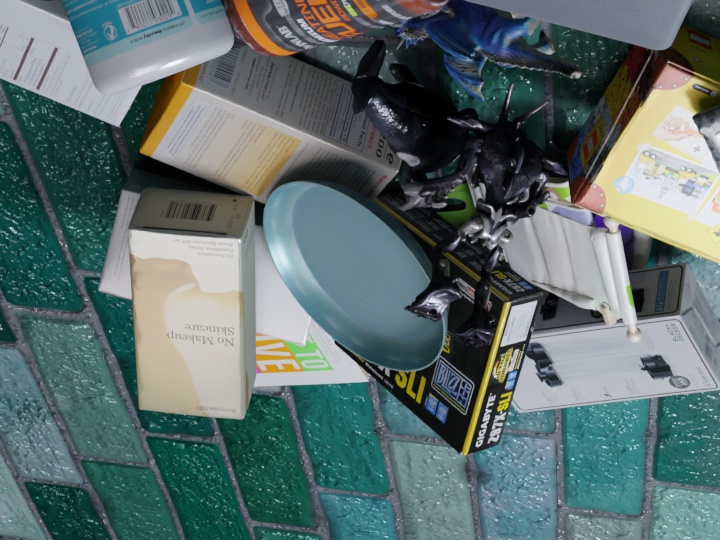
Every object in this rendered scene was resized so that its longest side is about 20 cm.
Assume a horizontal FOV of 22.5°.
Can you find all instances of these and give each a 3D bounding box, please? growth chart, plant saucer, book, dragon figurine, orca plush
[{"bbox_3d":[0.157,-0.032,1.533,0.200,0.018,0.145,31,143,44],"label":"growth chart"},{"bbox_3d":[0.000,0.000,1.551,0.200,0.027,0.200,32,147,25],"label":"plant saucer"},{"bbox_3d":[-0.100,0.063,1.870,0.200,0.048,0.134,-6,138,29],"label":"book"},{"bbox_3d":[0.089,-0.171,1.366,0.099,0.200,0.059,-32,141,-2],"label":"dragon figurine"},{"bbox_3d":[0.058,-0.134,1.464,0.071,0.105,0.200,-12,152,18],"label":"orca plush"}]

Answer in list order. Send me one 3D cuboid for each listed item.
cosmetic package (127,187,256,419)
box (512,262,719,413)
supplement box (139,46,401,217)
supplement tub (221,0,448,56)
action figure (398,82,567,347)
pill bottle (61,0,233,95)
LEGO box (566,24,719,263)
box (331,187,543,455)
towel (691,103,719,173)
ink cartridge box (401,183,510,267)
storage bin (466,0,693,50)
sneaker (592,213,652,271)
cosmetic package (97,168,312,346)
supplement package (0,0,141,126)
[{"bbox_3d":[-0.147,0.031,1.612,0.105,0.071,0.200,4,124,6],"label":"cosmetic package"},{"bbox_3d":[0.211,0.062,1.607,0.200,0.060,0.117,-10,137,29],"label":"box"},{"bbox_3d":[-0.073,-0.120,1.553,0.200,0.074,0.126,22,148,-14],"label":"supplement box"},{"bbox_3d":[-0.033,-0.222,1.360,0.200,0.107,0.107,-12,139,34],"label":"supplement tub"},{"bbox_3d":[0.090,-0.048,1.450,0.119,0.200,0.102,26,163,-28],"label":"action figure"},{"bbox_3d":[-0.174,-0.237,1.321,0.111,0.111,0.200,-15,98,35],"label":"pill bottle"},{"bbox_3d":[0.287,-0.091,1.432,0.200,0.077,0.149,21,126,-13],"label":"LEGO box"},{"bbox_3d":[0.063,0.043,1.598,0.049,0.200,0.160,-12,127,-37],"label":"box"},{"bbox_3d":[0.375,-0.079,1.374,0.192,0.035,0.200,-24,121,15],"label":"towel"},{"bbox_3d":[0.089,0.009,1.689,0.148,0.076,0.200,-6,144,26],"label":"ink cartridge box"},{"bbox_3d":[0.157,-0.245,1.236,0.200,0.134,0.146,14,147,-3],"label":"storage bin"},{"bbox_3d":[0.208,-0.038,1.594,0.099,0.070,0.200,12,141,9],"label":"sneaker"},{"bbox_3d":[-0.132,-0.013,1.687,0.200,0.085,0.108,16,106,-5],"label":"cosmetic package"},{"bbox_3d":[-0.255,-0.219,1.433,0.200,0.114,0.110,22,147,-14],"label":"supplement package"}]
